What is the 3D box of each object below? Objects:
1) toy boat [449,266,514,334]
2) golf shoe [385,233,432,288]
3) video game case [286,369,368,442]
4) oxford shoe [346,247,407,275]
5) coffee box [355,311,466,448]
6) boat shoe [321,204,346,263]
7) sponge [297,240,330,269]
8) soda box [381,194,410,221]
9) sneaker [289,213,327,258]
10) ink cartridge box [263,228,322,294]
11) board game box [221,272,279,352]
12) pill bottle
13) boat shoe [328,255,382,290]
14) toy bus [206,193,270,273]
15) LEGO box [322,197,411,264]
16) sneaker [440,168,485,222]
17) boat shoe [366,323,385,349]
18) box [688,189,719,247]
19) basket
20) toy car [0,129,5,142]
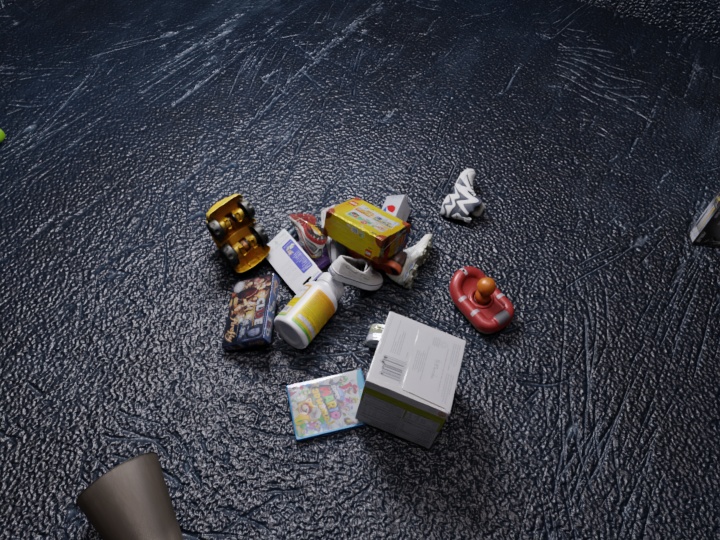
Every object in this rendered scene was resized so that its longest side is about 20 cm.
[{"bbox_3d":[0.337,0.065,1.523,0.129,0.132,0.201,-28,60,-22],"label":"toy boat"},{"bbox_3d":[0.146,-0.045,1.631,0.096,0.079,0.201,22,54,20],"label":"golf shoe"},{"bbox_3d":[-0.076,0.333,1.375,0.196,0.018,0.145,-10,55,-11],"label":"video game case"},{"bbox_3d":[0.048,-0.046,1.604,0.197,0.071,0.073,20,68,31],"label":"oxford shoe"},{"bbox_3d":[0.118,0.263,1.316,0.197,0.199,0.201,19,50,7],"label":"coffee box"},{"bbox_3d":[-0.087,-0.099,1.623,0.065,0.072,0.204,-16,66,22],"label":"boat shoe"},{"bbox_3d":[-0.105,-0.078,1.664,0.199,0.030,0.111,-34,63,-25],"label":"sponge"},{"bbox_3d":[0.090,-0.138,1.685,0.063,0.069,0.202,1,49,30],"label":"soda box"},{"bbox_3d":[-0.161,-0.106,1.617,0.076,0.083,0.200,-2,32,-26],"label":"sneaker"},{"bbox_3d":[-0.195,-0.019,1.590,0.099,0.039,0.200,-42,63,-1],"label":"ink cartridge box"},{"bbox_3d":[-0.292,0.111,1.479,0.133,0.035,0.203,-14,51,20],"label":"board game box"},{"bbox_3d":[-0.131,0.102,1.481,0.110,0.112,0.200,30,58,18],"label":"pill bottle"},{"bbox_3d":[0.000,0.000,1.522,0.198,0.066,0.072,17,31,-42],"label":"boat shoe"},{"bbox_3d":[-0.374,-0.120,1.580,0.135,0.202,0.191,-37,34,-22],"label":"toy bus"},{"bbox_3d":[0.017,-0.116,1.540,0.198,0.078,0.148,30,36,25],"label":"LEGO box"},{"bbox_3d":[0.355,-0.233,1.774,0.128,0.080,0.200,28,57,15],"label":"sneaker"},{"bbox_3d":[0.114,0.180,1.464,0.196,0.073,0.063,9,56,7],"label":"boat shoe"},{"bbox_3d":[1.134,-0.155,1.689,0.155,0.202,0.049,9,49,2],"label":"box"},{"bbox_3d":[-0.464,0.518,1.150,0.179,0.137,0.201,-27,63,-27],"label":"basket"},{"bbox_3d":[-1.311,-0.423,1.806,0.197,0.159,0.166,-7,44,28],"label":"toy car"}]
